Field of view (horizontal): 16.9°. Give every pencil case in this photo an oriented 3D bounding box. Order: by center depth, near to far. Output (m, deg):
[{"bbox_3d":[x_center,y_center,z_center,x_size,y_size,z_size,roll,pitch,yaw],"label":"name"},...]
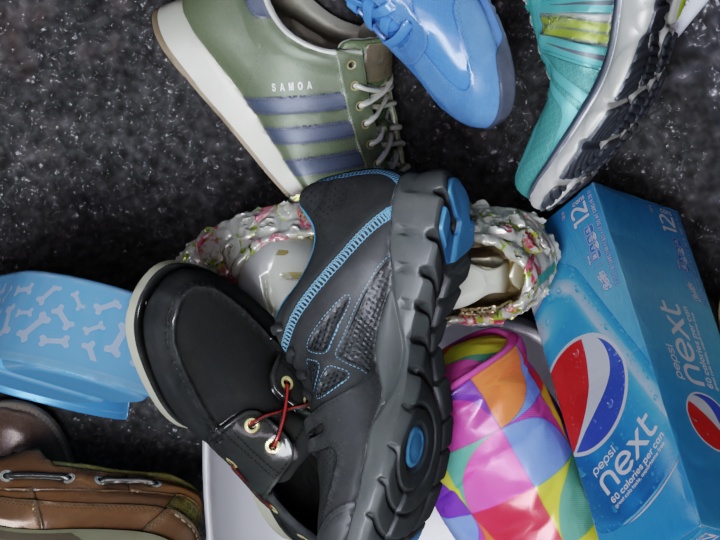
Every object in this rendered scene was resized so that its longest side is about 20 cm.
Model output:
[{"bbox_3d":[0.085,0.130,1.219,0.088,0.088,0.201,-24,100,12],"label":"pencil case"}]

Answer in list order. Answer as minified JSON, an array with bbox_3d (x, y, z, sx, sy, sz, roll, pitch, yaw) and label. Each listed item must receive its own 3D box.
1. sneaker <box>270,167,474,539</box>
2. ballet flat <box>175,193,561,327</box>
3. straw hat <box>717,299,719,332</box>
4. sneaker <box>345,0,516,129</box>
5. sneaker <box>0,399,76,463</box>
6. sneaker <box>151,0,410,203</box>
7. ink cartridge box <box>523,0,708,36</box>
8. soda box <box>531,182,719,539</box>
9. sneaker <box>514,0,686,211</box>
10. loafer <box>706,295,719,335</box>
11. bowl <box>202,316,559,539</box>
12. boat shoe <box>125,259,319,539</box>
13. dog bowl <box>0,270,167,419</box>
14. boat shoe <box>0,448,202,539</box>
[{"bbox_3d":[0.000,0.050,1.146,0.081,0.073,0.201,6,79,22],"label":"sneaker"},{"bbox_3d":[0.000,0.000,1.208,0.199,0.064,0.076,-7,107,6],"label":"ballet flat"},{"bbox_3d":[0.229,0.024,1.228,0.085,0.201,0.202,-13,107,42],"label":"straw hat"},{"bbox_3d":[0.002,-0.150,1.200,0.201,0.078,0.066,60,147,3],"label":"sneaker"},{"bbox_3d":[-0.196,0.174,1.339,0.070,0.076,0.201,7,107,4],"label":"sneaker"},{"bbox_3d":[-0.011,-0.085,1.248,0.090,0.067,0.200,-40,95,20],"label":"sneaker"},{"bbox_3d":[0.123,-0.227,1.207,0.200,0.041,0.200,38,107,-5],"label":"ink cartridge box"},{"bbox_3d":[0.141,0.059,1.205,0.068,0.201,0.064,17,136,-38],"label":"soda box"},{"bbox_3d":[0.115,-0.127,1.191,0.079,0.077,0.201,24,107,19],"label":"sneaker"},{"bbox_3d":[0.166,0.106,1.293,0.071,0.073,0.201,5,108,-27],"label":"loafer"},{"bbox_3d":[0.020,0.110,1.299,0.199,0.075,0.201,0,106,7],"label":"bowl"},{"bbox_3d":[-0.042,0.069,1.181,0.074,0.063,0.202,-52,130,-21],"label":"boat shoe"},{"bbox_3d":[-0.151,0.038,1.244,0.111,0.200,0.050,19,80,-23],"label":"dog bowl"},{"bbox_3d":[-0.181,0.134,1.288,0.199,0.068,0.072,8,138,6],"label":"boat shoe"}]
